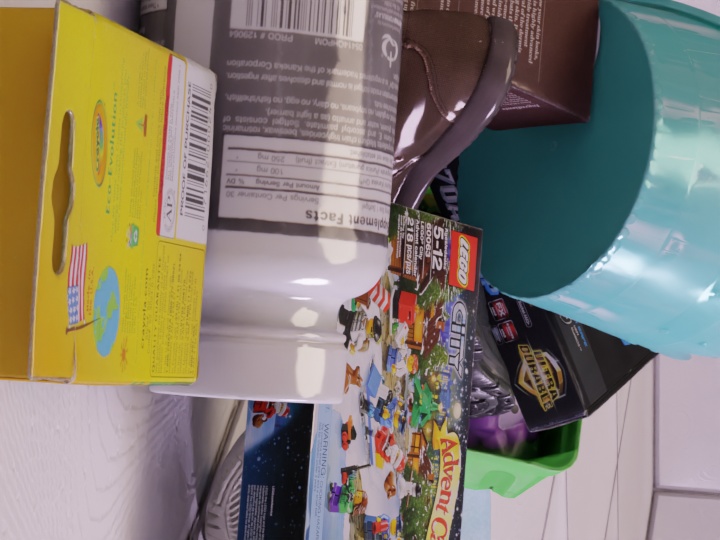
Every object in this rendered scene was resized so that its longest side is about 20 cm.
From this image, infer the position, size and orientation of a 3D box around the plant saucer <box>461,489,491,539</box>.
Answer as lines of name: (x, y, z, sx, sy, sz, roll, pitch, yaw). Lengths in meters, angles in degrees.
plant saucer: (0.064, 0.234, 1.860, 0.201, 0.039, 0.202, 4, 90, -78)

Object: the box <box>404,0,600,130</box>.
box: (0.043, -0.147, 1.333, 0.200, 0.075, 0.101, 18, 73, -47)

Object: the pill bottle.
pill bottle: (-0.041, -0.047, 1.044, 0.111, 0.110, 0.201, 14, 80, -79)

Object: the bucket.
bucket: (0.159, -0.058, 1.444, 0.134, 0.207, 0.208, 14, 75, -33)

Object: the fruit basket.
fruit basket: (0.081, 0.026, 1.656, 0.216, 0.155, 0.216, -167, -90, -86)

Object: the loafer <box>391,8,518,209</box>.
loafer: (0.005, -0.068, 1.275, 0.200, 0.071, 0.073, -53, -159, 39)

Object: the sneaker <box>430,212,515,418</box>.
sneaker: (0.052, 0.031, 1.499, 0.200, 0.076, 0.091, 78, 11, -66)

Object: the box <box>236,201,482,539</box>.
box: (0.001, 0.069, 1.149, 0.136, 0.038, 0.201, 13, 79, -57)

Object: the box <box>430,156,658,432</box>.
box: (0.117, -0.017, 1.592, 0.159, 0.046, 0.201, -31, 100, -59)

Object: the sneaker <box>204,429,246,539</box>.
sneaker: (-0.025, 0.119, 1.262, 0.111, 0.076, 0.200, -71, 163, -45)

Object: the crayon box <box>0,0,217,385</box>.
crayon box: (-0.102, -0.024, 0.896, 0.200, 0.051, 0.127, 18, 75, -79)
